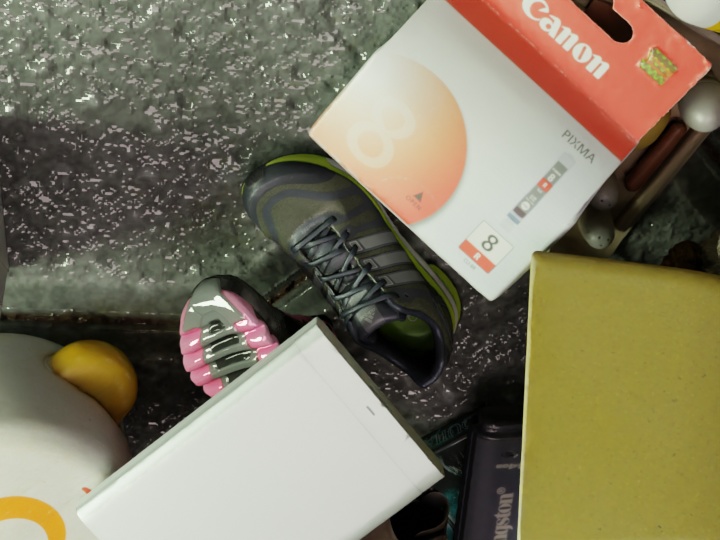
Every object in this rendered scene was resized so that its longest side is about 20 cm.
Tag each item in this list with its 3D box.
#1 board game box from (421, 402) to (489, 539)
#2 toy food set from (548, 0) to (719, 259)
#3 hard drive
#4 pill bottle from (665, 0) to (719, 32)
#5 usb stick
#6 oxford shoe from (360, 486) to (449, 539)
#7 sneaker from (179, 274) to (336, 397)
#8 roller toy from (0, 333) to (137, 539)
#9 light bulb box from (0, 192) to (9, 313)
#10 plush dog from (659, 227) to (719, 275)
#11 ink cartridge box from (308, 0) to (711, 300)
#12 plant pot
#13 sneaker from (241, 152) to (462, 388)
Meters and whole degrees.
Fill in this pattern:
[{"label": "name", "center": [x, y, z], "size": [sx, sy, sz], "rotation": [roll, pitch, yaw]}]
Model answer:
[{"label": "board game box", "center": [0.043, 0.194, 1.325], "size": [0.200, 0.028, 0.135], "rotation": [-29, 122, 14]}, {"label": "toy food set", "center": [0.157, -0.085, 1.127], "size": [0.143, 0.060, 0.200], "rotation": [26, 118, -20]}, {"label": "hard drive", "center": [-0.064, 0.140, 1.128], "size": [0.200, 0.026, 0.132], "rotation": [-38, 104, 9]}, {"label": "pill bottle", "center": [0.250, -0.185, 1.040], "size": [0.199, 0.104, 0.104], "rotation": [13, 122, -13]}, {"label": "usb stick", "center": [0.096, 0.184, 1.287], "size": [0.055, 0.033, 0.201], "rotation": [1, 123, -5]}, {"label": "oxford shoe", "center": [0.033, 0.192, 1.224], "size": [0.084, 0.073, 0.200], "rotation": [-19, 147, 18]}, {"label": "sneaker", "center": [-0.051, 0.058, 1.189], "size": [0.079, 0.096, 0.200], "rotation": [-7, 137, 29]}, {"label": "roller toy", "center": [-0.247, 0.140, 1.200], "size": [0.182, 0.140, 0.201], "rotation": [1, 122, -18]}, {"label": "light bulb box", "center": [-0.327, 0.007, 1.067], "size": [0.199, 0.198, 0.125], "rotation": [-2, 122, -5]}, {"label": "plush dog", "center": [0.289, -0.010, 1.159], "size": [0.200, 0.161, 0.172], "rotation": [24, 139, -22]}, {"label": "ink cartridge box", "center": [0.089, -0.102, 1.076], "size": [0.162, 0.050, 0.200], "rotation": [42, 120, -1]}, {"label": "plant pot", "center": [0.211, 0.108, 1.097], "size": [0.199, 0.195, 0.196], "rotation": [0, 161, 13]}, {"label": "sneaker", "center": [0.000, 0.000, 1.159], "size": [0.074, 0.081, 0.200], "rotation": [-39, 118, 20]}]
